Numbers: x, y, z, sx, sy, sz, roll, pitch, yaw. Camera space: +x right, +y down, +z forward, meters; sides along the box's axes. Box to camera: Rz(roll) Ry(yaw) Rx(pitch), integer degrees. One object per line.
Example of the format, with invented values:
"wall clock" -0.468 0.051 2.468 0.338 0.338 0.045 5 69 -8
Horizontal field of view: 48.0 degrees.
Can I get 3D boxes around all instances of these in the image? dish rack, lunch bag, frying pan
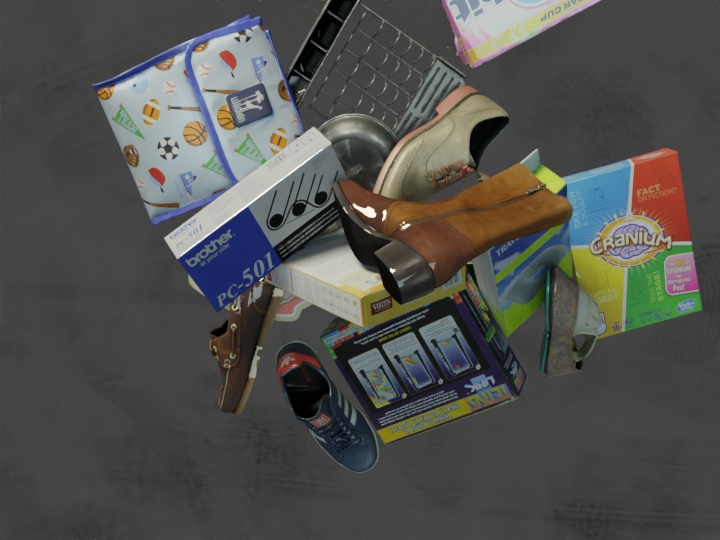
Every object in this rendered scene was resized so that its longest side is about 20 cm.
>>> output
"dish rack" 0.021 -0.213 0.939 0.198 0.055 0.155 32 101 -10
"lunch bag" -0.167 -0.166 0.897 0.196 0.124 0.173 -18 104 11
"frying pan" -0.003 -0.092 0.957 0.112 0.031 0.194 -1 123 8

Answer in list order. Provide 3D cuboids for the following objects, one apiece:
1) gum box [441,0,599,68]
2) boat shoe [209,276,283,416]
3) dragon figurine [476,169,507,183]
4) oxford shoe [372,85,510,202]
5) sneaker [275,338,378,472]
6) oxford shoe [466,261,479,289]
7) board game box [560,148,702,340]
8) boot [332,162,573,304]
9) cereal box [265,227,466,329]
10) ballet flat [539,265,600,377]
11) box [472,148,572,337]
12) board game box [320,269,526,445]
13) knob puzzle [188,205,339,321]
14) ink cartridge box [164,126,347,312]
"gum box" 0.181 -0.322 0.902 0.197 0.066 0.115 -26 103 12
"boat shoe" -0.150 0.081 0.985 0.069 0.071 0.204 12 107 -18
"dragon figurine" 0.144 -0.066 0.962 0.099 0.198 0.060 -42 70 38
"oxford shoe" 0.089 -0.123 0.911 0.201 0.074 0.071 -51 143 -8
"sneaker" -0.044 0.184 1.015 0.074 0.085 0.201 -35 102 6
"oxford shoe" 0.111 0.060 1.006 0.074 0.058 0.203 26 103 -12
"board game box" 0.329 -0.031 1.001 0.150 0.040 0.204 -15 104 1
"boot" 0.083 -0.070 0.816 0.197 0.188 0.070 -27 126 -13
"cereal box" 0.000 0.000 0.889 0.142 0.198 0.040 -19 114 -31
"ballet flat" 0.251 0.062 0.966 0.066 0.069 0.202 3 147 13
"box" 0.184 -0.025 0.922 0.121 0.048 0.201 -40 143 -12
"board game box" 0.074 0.102 0.973 0.197 0.057 0.167 -25 103 31
"knob puzzle" -0.123 -0.025 0.990 0.214 0.031 0.225 -1 104 -2
"ink cartridge box" -0.102 -0.054 0.866 0.199 0.044 0.095 -37 137 -8
